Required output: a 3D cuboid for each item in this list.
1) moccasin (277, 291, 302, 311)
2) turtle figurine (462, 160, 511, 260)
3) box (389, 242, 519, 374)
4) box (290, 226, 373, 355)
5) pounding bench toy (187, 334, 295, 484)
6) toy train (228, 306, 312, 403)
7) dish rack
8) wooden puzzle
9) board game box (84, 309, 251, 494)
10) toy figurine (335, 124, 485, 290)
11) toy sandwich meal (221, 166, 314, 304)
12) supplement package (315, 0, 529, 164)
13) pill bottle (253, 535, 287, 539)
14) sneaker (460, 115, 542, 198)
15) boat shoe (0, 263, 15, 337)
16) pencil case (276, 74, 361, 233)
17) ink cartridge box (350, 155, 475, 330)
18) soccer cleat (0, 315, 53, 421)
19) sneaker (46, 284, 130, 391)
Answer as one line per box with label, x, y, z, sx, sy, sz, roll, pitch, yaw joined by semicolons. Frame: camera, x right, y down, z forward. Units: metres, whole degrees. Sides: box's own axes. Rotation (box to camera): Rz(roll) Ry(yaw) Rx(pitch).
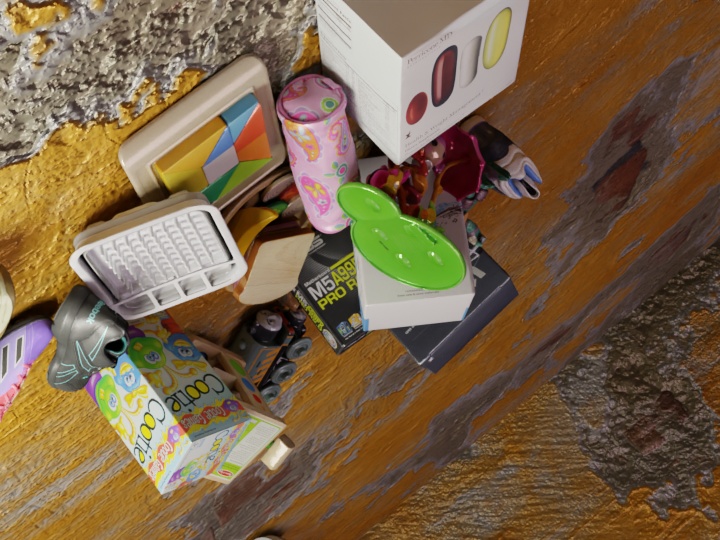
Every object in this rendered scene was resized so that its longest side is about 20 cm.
moccasin;-0.038;0.010;1.584;0.200;0.078;0.074;-20;149;-45
turtle figurine;0.144;-0.062;1.560;0.201;0.100;0.150;-65;177;30
box;0.115;0.024;1.713;0.197;0.200;0.117;-43;159;2
box;0.000;0.000;1.519;0.199;0.161;0.044;-33;170;-22
pounding bench toy;-0.196;0.202;1.518;0.124;0.156;0.200;-45;143;8
toy train;-0.156;0.137;1.618;0.113;0.085;0.201;-1;134;-46
dish rack;-0.227;-0.021;1.199;0.170;0.044;0.200;-20;156;-2
wooden puzzle;-0.164;-0.125;1.175;0.185;0.037;0.200;-38;158;-12
board game box;-0.248;0.157;1.324;0.103;0.200;0.105;-15;145;-50
toy figurine;0.075;-0.108;1.293;0.200;0.149;0.185;45;57;-33
toy sandwich meal;-0.113;-0.044;1.367;0.204;0.070;0.206;-36;157;-18
supplement package;0.069;-0.265;1.174;0.191;0.147;0.200;-37;159;-15
pill bottle;-0.203;0.679;2.485;0.109;0.110;0.200;-41;158;-4
sneaker;0.220;-0.146;1.654;0.080;0.147;0.200;-41;158;-4
boat shoe;-0.410;0.073;1.078;0.064;0.073;0.201;-2;132;-43
pencil case;-0.042;-0.135;1.254;0.087;0.087;0.201;-36;145;-16
ink cartridge box;0.063;-0.039;1.425;0.144;0.202;0.147;-6;164;-2
soccer cleat;-0.406;0.134;1.177;0.200;0.073;0.068;-43;157;-2
sneaker;-0.312;0.095;1.222;0.200;0.079;0.076;118;-4;-57
